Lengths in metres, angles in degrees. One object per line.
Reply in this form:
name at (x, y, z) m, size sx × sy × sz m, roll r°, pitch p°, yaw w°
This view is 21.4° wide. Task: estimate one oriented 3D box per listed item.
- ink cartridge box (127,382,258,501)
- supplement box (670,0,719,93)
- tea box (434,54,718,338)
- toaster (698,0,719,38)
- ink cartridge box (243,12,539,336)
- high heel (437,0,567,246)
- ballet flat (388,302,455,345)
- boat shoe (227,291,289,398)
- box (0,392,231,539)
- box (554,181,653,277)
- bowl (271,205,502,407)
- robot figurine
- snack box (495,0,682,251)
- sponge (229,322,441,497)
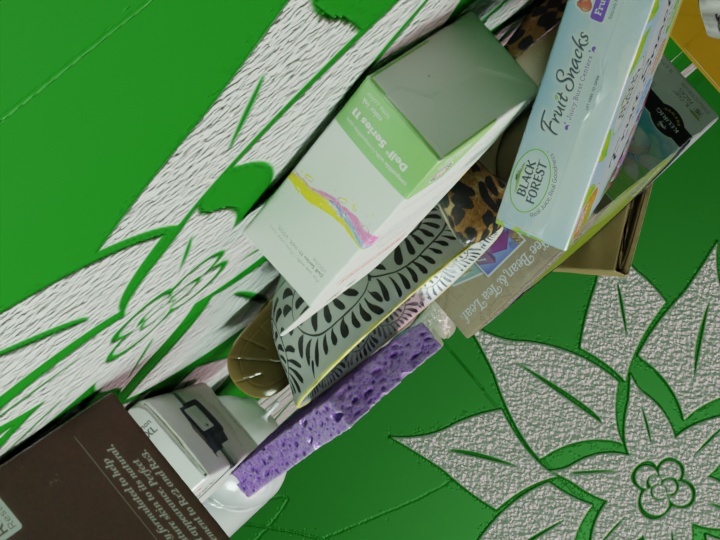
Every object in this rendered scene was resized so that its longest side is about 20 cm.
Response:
ink cartridge box at (-0.178, 0.174, 1.572) m, size 0.145 × 0.084 × 0.200 m, roll -42°, pitch 174°, yaw 7°
supplement box at (0.415, -0.269, 1.908) m, size 0.197 × 0.133 × 0.200 m, roll -42°, pitch 174°, yaw 14°
tea box at (0.147, -0.081, 1.553) m, size 0.197 × 0.134 × 0.200 m, roll -37°, pitch 173°, yaw -42°
toaster at (0.321, -0.225, 1.309) m, size 0.200 × 0.180 × 0.120 m, roll 6°, pitch 88°, yaw -78°
ink cartridge box at (0.007, -0.055, 1.154) m, size 0.117 × 0.067 × 0.200 m, roll -37°, pitch 172°, yaw -46°
high heel at (0.110, -0.107, 1.235) m, size 0.142 × 0.071 × 0.201 m, roll -38°, pitch -156°, yaw 31°
ballet flat at (0.112, 0.087, 2.950) m, size 0.072 × 0.072 × 0.200 m, roll -36°, pitch 172°, yaw -37°
boat shoe at (-0.028, 0.016, 1.505) m, size 0.200 × 0.074 × 0.066 m, roll -40°, pitch -172°, yaw 0°
box at (-0.215, 0.226, 1.318) m, size 0.164 × 0.166 × 0.200 m, roll -34°, pitch 172°, yaw -44°
box at (0.204, -0.077, 1.734) m, size 0.200 × 0.021 × 0.165 m, roll 3°, pitch -101°, yaw 66°
bowl at (0.000, 0.000, 1.389) m, size 0.201 × 0.094 × 0.201 m, roll -40°, pitch 175°, yaw -4°
robot figurine at (-0.143, 0.194, 1.817) m, size 0.200 × 0.113 × 0.170 m, roll -46°, pitch -164°, yaw 42°
snack box at (0.149, -0.130, 1.139) m, size 0.142 × 0.053 × 0.201 m, roll -45°, pitch 155°, yaw -59°
sponge at (-0.024, 0.111, 1.504) m, size 0.111 × 0.030 × 0.200 m, roll -40°, pitch 180°, yaw -34°
